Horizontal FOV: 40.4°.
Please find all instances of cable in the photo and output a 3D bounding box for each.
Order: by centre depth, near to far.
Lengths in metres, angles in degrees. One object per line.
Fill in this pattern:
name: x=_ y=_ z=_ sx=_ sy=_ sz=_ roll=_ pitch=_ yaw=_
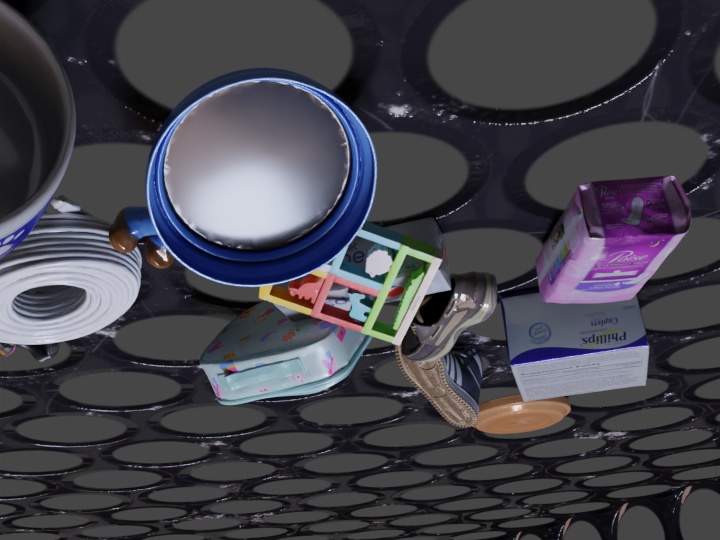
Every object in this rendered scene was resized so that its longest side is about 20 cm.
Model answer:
cable: x=-0.329 y=0.012 z=1.039 sx=0.199 sy=0.070 sz=0.199 roll=-30 pitch=152 yaw=23

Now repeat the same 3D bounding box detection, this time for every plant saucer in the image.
plant saucer: x=0.302 y=0.277 z=1.867 sx=0.198 sy=0.033 sz=0.201 roll=-4 pitch=156 yaw=-2

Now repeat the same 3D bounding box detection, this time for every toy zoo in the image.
toy zoo: x=-0.027 y=-0.001 z=1.052 sx=0.198 sy=0.021 sz=0.132 roll=19 pitch=126 yaw=-7

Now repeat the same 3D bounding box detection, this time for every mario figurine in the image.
mario figurine: x=-0.154 y=-0.034 z=0.953 sx=0.199 sy=0.107 sz=0.123 roll=-13 pitch=-169 yaw=35

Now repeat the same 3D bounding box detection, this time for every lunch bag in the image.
lunch bag: x=-0.092 y=0.095 z=1.199 sx=0.198 sy=0.161 sz=0.078 roll=-14 pitch=113 yaw=26

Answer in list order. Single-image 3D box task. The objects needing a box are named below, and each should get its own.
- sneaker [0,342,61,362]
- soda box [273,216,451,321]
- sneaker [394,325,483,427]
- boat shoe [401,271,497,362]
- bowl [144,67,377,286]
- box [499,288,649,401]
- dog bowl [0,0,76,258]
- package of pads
sneaker: x=-0.418 y=0.052 z=1.125 sx=0.080 sy=0.087 sz=0.199 roll=-24 pitch=150 yaw=34
soda box: x=0.000 y=0.000 z=1.118 sx=0.198 sy=0.069 sz=0.063 roll=-12 pitch=154 yaw=15
sneaker: x=0.121 y=0.132 z=1.466 sx=0.070 sy=0.109 sz=0.201 roll=-17 pitch=124 yaw=32
boat shoe: x=0.100 y=0.054 z=1.279 sx=0.073 sy=0.075 sz=0.200 roll=17 pitch=141 yaw=-22
bowl: x=-0.085 y=-0.080 z=0.842 sx=0.198 sy=0.039 sz=0.202 roll=-8 pitch=126 yaw=-11
box: x=0.299 y=0.100 z=1.365 sx=0.182 sy=0.106 sz=0.200 roll=-10 pitch=157 yaw=11
dog bowl: x=-0.300 y=-0.098 z=0.664 sx=0.198 sy=0.202 sz=0.079 roll=7 pitch=157 yaw=-26
package of pads: x=0.280 y=-0.028 z=1.106 sx=0.119 sy=0.076 sz=0.200 roll=-5 pitch=157 yaw=-7
